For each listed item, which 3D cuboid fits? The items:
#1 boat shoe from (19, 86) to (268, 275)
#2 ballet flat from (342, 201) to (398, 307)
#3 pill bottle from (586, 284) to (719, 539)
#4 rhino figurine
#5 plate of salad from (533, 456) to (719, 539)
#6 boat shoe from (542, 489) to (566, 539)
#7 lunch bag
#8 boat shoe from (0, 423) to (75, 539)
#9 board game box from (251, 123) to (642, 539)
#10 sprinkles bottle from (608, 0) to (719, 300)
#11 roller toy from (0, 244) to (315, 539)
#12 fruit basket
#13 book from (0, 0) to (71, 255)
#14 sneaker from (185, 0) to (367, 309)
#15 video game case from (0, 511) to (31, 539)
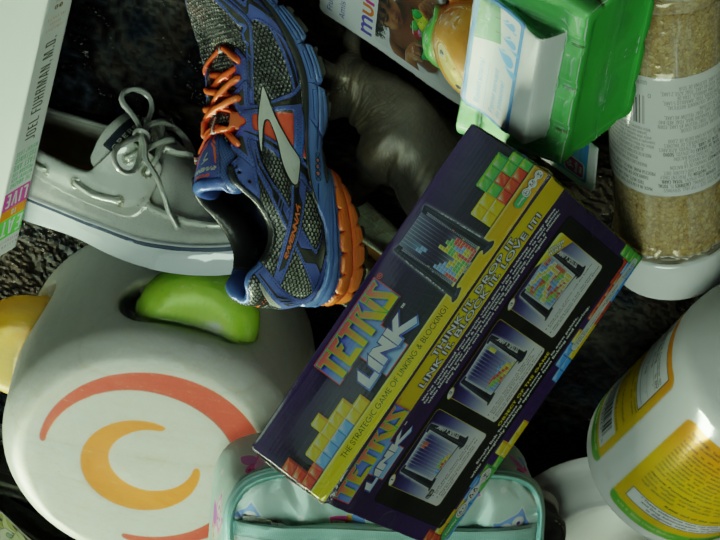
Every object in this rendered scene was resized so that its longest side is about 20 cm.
[{"bbox_3d":[-0.133,-0.062,1.385,0.201,0.075,0.086,19,127,28],"label":"boat shoe"},{"bbox_3d":[0.000,0.000,1.408,0.200,0.062,0.067,32,132,-10],"label":"ballet flat"},{"bbox_3d":[0.213,0.072,1.334,0.111,0.111,0.200,26,149,-5],"label":"pill bottle"},{"bbox_3d":[0.024,-0.067,1.341,0.200,0.060,0.087,44,143,0],"label":"rhino figurine"},{"bbox_3d":[0.188,0.185,1.513,0.199,0.048,0.201,13,133,15],"label":"plate of salad"},{"bbox_3d":[0.028,0.170,1.460,0.199,0.057,0.067,-5,131,2],"label":"boat shoe"},{"bbox_3d":[0.005,0.168,1.381,0.199,0.077,0.161,0,114,-10],"label":"lunch bag"},{"bbox_3d":[-0.182,0.182,1.613,0.199,0.068,0.074,38,130,-15],"label":"boat shoe"},{"bbox_3d":[0.049,0.040,1.245,0.057,0.200,0.165,35,-179,29],"label":"board game box"},{"bbox_3d":[0.167,-0.080,1.284,0.068,0.068,0.201,5,130,14],"label":"sprinkles bottle"},{"bbox_3d":[-0.122,0.073,1.456,0.199,0.140,0.183,-22,123,19],"label":"roller toy"},{"bbox_3d":[0.052,-0.150,1.221,0.200,0.094,0.186,32,143,21],"label":"fruit basket"},{"bbox_3d":[-0.236,-0.118,1.368,0.133,0.048,0.201,34,131,18],"label":"book"},{"bbox_3d":[-0.059,-0.070,1.308,0.075,0.078,0.201,-17,92,59],"label":"sneaker"},{"bbox_3d":[-0.237,0.217,1.608,0.181,0.036,0.200,46,158,-11],"label":"video game case"}]
